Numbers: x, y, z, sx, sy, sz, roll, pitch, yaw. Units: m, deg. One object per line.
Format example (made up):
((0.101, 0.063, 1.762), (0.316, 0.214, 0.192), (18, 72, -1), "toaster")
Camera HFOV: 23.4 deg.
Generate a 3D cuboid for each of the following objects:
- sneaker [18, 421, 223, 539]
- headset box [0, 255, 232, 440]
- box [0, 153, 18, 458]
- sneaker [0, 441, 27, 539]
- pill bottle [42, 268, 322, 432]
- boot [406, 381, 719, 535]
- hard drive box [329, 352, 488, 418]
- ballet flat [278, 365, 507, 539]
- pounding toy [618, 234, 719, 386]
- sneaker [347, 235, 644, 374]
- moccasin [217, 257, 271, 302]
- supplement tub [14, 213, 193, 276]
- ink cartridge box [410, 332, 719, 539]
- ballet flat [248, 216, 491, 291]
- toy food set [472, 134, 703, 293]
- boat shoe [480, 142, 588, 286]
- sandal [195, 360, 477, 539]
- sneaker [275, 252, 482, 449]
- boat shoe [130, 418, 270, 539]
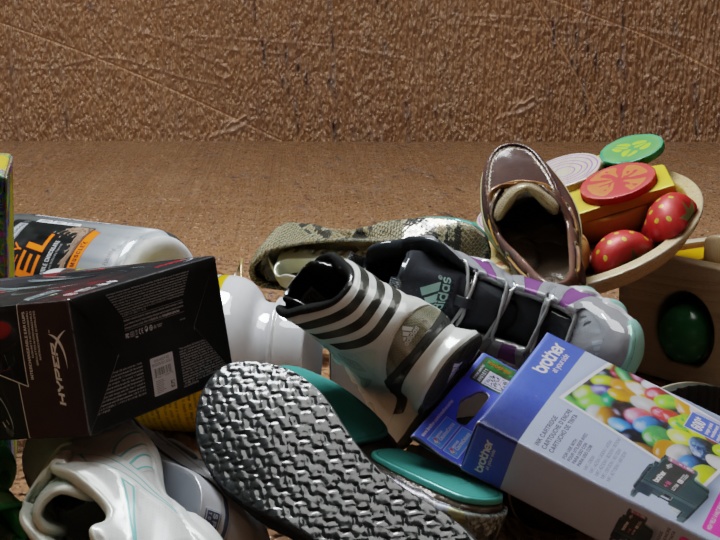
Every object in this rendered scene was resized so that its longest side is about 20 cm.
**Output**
((-0.141, 0.117, 0.905), (0.080, 0.071, 0.200), (27, 2, -34), "sneaker")
((-0.196, 0.046, 0.977), (0.199, 0.075, 0.149), (-6, 6, 28), "headset box")
((-0.322, 0.029, 1.129), (0.192, 0.201, 0.122), (0, 10, -10), "box")
((-0.223, 0.140, 0.952), (0.083, 0.074, 0.200), (29, 7, 0), "sneaker")
((-0.131, 0.058, 1.230), (0.199, 0.113, 0.112), (3, 11, 9), "pill bottle")
((0.141, 0.106, 1.107), (0.199, 0.078, 0.138), (-5, 7, -35), "boot")
((0.054, 0.061, 1.322), (0.155, 0.077, 0.200), (1, 10, 1), "hard drive box")
((0.000, 0.121, 0.994), (0.072, 0.072, 0.200), (-8, 25, -38), "ballet flat")
((0.309, 0.018, 1.383), (0.199, 0.143, 0.184), (-7, 12, -35), "pounding toy")
((0.073, 0.026, 1.115), (0.200, 0.078, 0.140), (13, -5, 42), "sneaker")
((-0.123, 0.031, 1.466), (0.200, 0.078, 0.074), (4, 11, 19), "moccasin")
((-0.238, 0.019, 1.406), (0.199, 0.123, 0.122), (6, 12, 32), "supplement tub")
((0.140, 0.101, 0.970), (0.199, 0.042, 0.119), (24, 32, 16), "ink cartridge box")
((0.000, 0.000, 1.300), (0.199, 0.068, 0.075), (1, 31, 34), "ballet flat")
((0.168, -0.039, 1.358), (0.199, 0.049, 0.198), (-18, 25, 5), "toy food set")
((0.125, -0.036, 1.250), (0.072, 0.072, 0.200), (-9, 42, 3), "boat shoe")
((-0.017, 0.125, 0.922), (0.075, 0.048, 0.200), (-38, 60, -21), "sandal")
((0.009, 0.040, 1.062), (0.115, 0.076, 0.201), (38, -13, 7), "sneaker")
((-0.121, 0.130, 0.994), (0.065, 0.074, 0.200), (29, 0, -36), "boat shoe")
